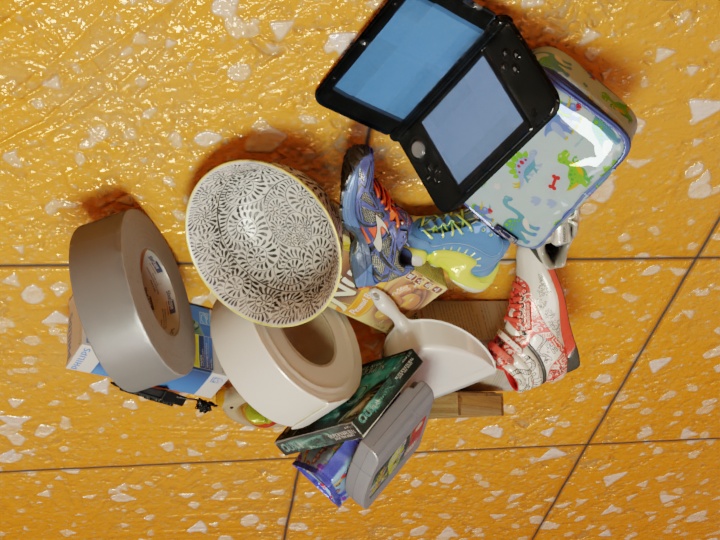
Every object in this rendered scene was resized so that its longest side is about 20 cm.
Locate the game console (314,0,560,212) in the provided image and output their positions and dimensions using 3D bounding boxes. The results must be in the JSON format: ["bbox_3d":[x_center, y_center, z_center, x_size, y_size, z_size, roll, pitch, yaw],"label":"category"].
[{"bbox_3d":[0.075,-0.175,1.172,0.118,0.172,0.200,-12,156,-44],"label":"game console"}]

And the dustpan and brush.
[{"bbox_3d":[0.070,0.090,1.459,0.139,0.058,0.200,-24,138,25],"label":"dustpan and brush"}]

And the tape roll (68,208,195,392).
[{"bbox_3d":[-0.258,0.034,1.296,0.066,0.201,0.201,-17,142,7],"label":"tape roll"}]

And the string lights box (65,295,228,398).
[{"bbox_3d":[-0.269,0.088,1.440,0.199,0.103,0.059,16,137,-30],"label":"string lights box"}]

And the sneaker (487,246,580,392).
[{"bbox_3d":[0.211,0.065,1.474,0.107,0.067,0.203,-25,114,-9],"label":"sneaker"}]

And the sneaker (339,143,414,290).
[{"bbox_3d":[0.020,-0.064,1.276,0.078,0.076,0.201,-6,138,5],"label":"sneaker"}]

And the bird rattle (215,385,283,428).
[{"bbox_3d":[-0.116,0.186,1.635,0.162,0.114,0.200,-12,157,22],"label":"bird rattle"}]

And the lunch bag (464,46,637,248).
[{"bbox_3d":[0.187,-0.133,1.240,0.160,0.083,0.200,40,128,-4],"label":"lunch bag"}]

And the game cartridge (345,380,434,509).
[{"bbox_3d":[0.033,0.230,1.440,0.133,0.041,0.200,-43,161,-23],"label":"game cartridge"}]

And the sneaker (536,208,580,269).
[{"bbox_3d":[0.240,-0.083,1.350,0.074,0.088,0.201,-8,141,1],"label":"sneaker"}]

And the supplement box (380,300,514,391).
[{"bbox_3d":[0.138,0.106,1.575,0.198,0.074,0.126,1,140,-13],"label":"supplement box"}]

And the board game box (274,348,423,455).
[{"bbox_3d":[-0.018,0.170,1.446,0.028,0.135,0.200,49,146,-11],"label":"board game box"}]

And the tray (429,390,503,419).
[{"bbox_3d":[0.099,0.196,1.631,0.098,0.037,0.199,7,167,-43],"label":"tray"}]

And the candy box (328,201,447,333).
[{"bbox_3d":[0.000,0.000,1.426,0.199,0.056,0.115,26,129,-38],"label":"candy box"}]

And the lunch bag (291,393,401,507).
[{"bbox_3d":[-0.010,0.222,1.496,0.151,0.094,0.200,-48,173,-12],"label":"lunch bag"}]

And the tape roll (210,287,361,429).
[{"bbox_3d":[-0.089,0.090,1.401,0.071,0.204,0.202,-34,136,28],"label":"tape roll"}]

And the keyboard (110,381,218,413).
[{"bbox_3d":[-0.259,0.172,1.520,0.126,0.021,0.200,11,172,1],"label":"keyboard"}]

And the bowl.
[{"bbox_3d":[-0.092,-0.046,1.291,0.199,0.094,0.202,12,119,22],"label":"bowl"}]

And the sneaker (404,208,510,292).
[{"bbox_3d":[0.105,-0.051,1.389,0.199,0.076,0.105,25,112,-36],"label":"sneaker"}]
